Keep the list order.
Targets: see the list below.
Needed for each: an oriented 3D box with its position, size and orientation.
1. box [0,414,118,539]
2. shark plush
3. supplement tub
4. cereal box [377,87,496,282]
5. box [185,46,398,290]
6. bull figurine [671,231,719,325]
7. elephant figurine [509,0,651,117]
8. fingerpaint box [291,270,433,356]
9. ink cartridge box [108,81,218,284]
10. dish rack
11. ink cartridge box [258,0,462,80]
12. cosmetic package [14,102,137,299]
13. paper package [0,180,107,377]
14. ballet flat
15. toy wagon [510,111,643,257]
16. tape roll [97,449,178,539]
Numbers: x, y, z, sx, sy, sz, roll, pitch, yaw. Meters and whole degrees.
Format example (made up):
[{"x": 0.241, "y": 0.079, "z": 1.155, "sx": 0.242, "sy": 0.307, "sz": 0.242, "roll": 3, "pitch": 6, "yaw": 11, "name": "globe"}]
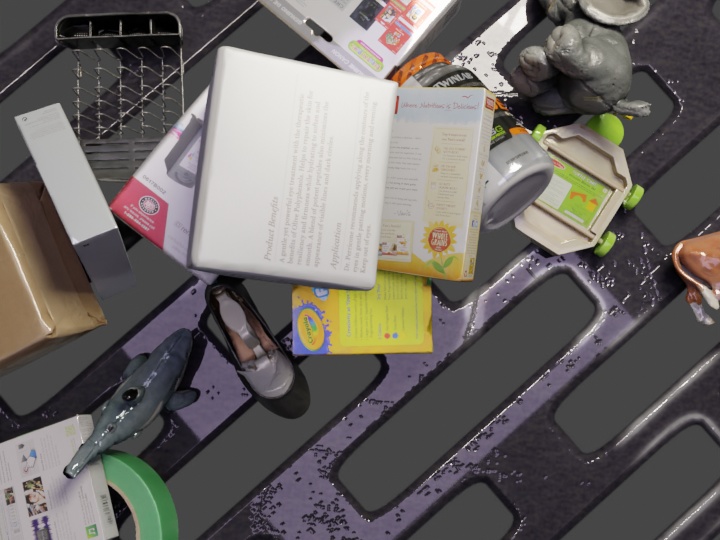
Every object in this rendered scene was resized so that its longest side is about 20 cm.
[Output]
[{"x": -0.387, "y": 0.264, "z": 0.838, "sx": 0.200, "sy": 0.036, "sz": 0.145, "roll": -19, "pitch": 76, "yaw": 5, "name": "box"}, {"x": -0.268, "y": 0.145, "z": 0.835, "sx": 0.091, "sy": 0.083, "sz": 0.200, "roll": 46, "pitch": 50, "yaw": 9, "name": "shark plush"}, {"x": 0.119, "y": -0.152, "z": 0.854, "sx": 0.122, "sy": 0.123, "sz": 0.200, "roll": -36, "pitch": 70, "yaw": -2, "name": "supplement tub"}, {"x": 0.063, "y": -0.095, "z": 0.793, "sx": 0.144, "sy": 0.039, "sz": 0.201, "roll": 10, "pitch": 94, "yaw": 31, "name": "cereal box"}, {"x": -0.078, "y": -0.087, "z": 0.739, "sx": 0.171, "sy": 0.200, "sz": 0.200, "roll": 7, "pitch": 87, "yaw": -15, "name": "box"}, {"x": 0.479, "y": -0.013, "z": 0.892, "sx": 0.199, "sy": 0.065, "sz": 0.122, "roll": -16, "pitch": 84, "yaw": -1, "name": "bull figurine"}, {"x": 0.273, "y": -0.291, "z": 0.882, "sx": 0.155, "sy": 0.141, "sz": 0.200, "roll": 40, "pitch": 65, "yaw": -28, "name": "elephant figurine"}, {"x": 0.000, "y": 0.000, "z": 0.885, "sx": 0.166, "sy": 0.073, "sz": 0.201, "roll": -2, "pitch": 86, "yaw": -1, "name": "fingerpaint box"}, {"x": -0.175, "y": -0.105, "z": 0.866, "sx": 0.148, "sy": 0.086, "sz": 0.200, "roll": 39, "pitch": 86, "yaw": -14, "name": "ink cartridge box"}, {"x": -0.289, "y": -0.210, "z": 0.904, "sx": 0.153, "sy": 0.055, "sz": 0.201, "roll": -2, "pitch": 87, "yaw": 1, "name": "dish rack"}, {"x": -0.005, "y": -0.330, "z": 0.897, "sx": 0.200, "sy": 0.084, "sz": 0.176, "roll": 41, "pitch": 87, "yaw": 2, "name": "ink cartridge box"}, {"x": -0.308, "y": -0.067, "z": 0.813, "sx": 0.052, "sy": 0.200, "sz": 0.151, "roll": -23, "pitch": 78, "yaw": -17, "name": "cosmetic package"}, {"x": -0.426, "y": 0.021, "z": 0.839, "sx": 0.200, "sy": 0.103, "sz": 0.191, "roll": -26, "pitch": 86, "yaw": 18, "name": "paper package"}, {"x": -0.130, "y": 0.096, "z": 0.881, "sx": 0.068, "sy": 0.068, "sz": 0.200, "roll": -35, "pitch": 88, "yaw": -4, "name": "ballet flat"}, {"x": 0.271, "y": -0.118, "z": 0.911, "sx": 0.155, "sy": 0.040, "sz": 0.200, "roll": 32, "pitch": 86, "yaw": 1, "name": "toy wagon"}, {"x": -0.315, "y": 0.312, "z": 0.857, "sx": 0.200, "sy": 0.048, "sz": 0.201, "roll": -2, "pitch": 79, "yaw": 11, "name": "tape roll"}]
